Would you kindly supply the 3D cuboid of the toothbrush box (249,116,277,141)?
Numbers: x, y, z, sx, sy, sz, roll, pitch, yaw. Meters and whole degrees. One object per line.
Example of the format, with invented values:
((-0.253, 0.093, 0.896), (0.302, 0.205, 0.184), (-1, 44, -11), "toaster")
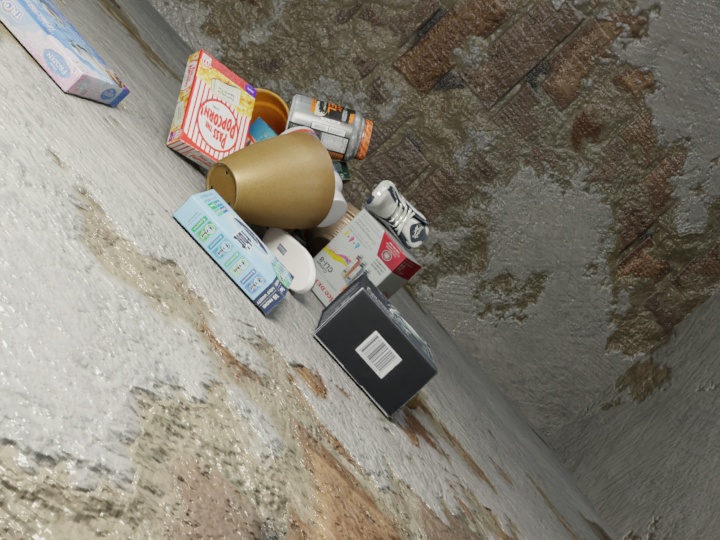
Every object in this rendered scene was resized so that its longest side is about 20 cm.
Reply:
((-0.211, -0.221, 1.734), (0.200, 0.146, 0.085), (49, 6, 16), "toothbrush box")

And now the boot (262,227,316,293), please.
((-0.113, -0.011, 1.448), (0.090, 0.073, 0.200), (35, 13, -41), "boot")

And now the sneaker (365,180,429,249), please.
((0.089, -0.109, 1.587), (0.129, 0.080, 0.199), (39, -5, 18), "sneaker")

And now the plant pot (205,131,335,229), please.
((-0.179, -0.157, 1.399), (0.199, 0.187, 0.187), (-14, 56, -46), "plant pot")

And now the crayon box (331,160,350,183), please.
((-0.137, -0.207, 1.836), (0.126, 0.198, 0.052), (-10, 81, -62), "crayon box")

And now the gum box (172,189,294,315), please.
((-0.190, -0.034, 1.180), (0.200, 0.044, 0.170), (47, 6, -7), "gum box")

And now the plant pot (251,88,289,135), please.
((-0.261, -0.328, 1.946), (0.201, 0.199, 0.184), (50, -9, 19), "plant pot")

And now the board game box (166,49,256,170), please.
((-0.288, -0.302, 1.488), (0.151, 0.046, 0.203), (29, 61, -44), "board game box")

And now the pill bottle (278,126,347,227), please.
((-0.104, -0.194, 1.585), (0.201, 0.112, 0.112), (61, 12, 29), "pill bottle")

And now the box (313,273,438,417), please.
((0.027, 0.128, 1.371), (0.200, 0.124, 0.197), (48, 4, -5), "box")

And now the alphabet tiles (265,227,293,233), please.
((-0.169, -0.162, 1.561), (0.006, 0.199, 0.168), (-29, 87, -41), "alphabet tiles")

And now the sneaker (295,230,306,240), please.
((-0.160, -0.141, 1.971), (0.092, 0.076, 0.200), (45, 3, 20), "sneaker")

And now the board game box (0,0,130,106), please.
((-0.471, -0.353, 1.181), (0.200, 0.043, 0.199), (49, 7, -3), "board game box")

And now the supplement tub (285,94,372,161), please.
((-0.077, -0.333, 1.801), (0.197, 0.124, 0.123), (14, 13, -9), "supplement tub")

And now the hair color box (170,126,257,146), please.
((-0.289, -0.264, 1.605), (0.200, 0.111, 0.064), (43, 8, -35), "hair color box")

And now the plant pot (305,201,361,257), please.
((-0.064, -0.065, 1.859), (0.201, 0.200, 0.093), (48, 46, -4), "plant pot")

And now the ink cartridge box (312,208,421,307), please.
((0.000, 0.000, 1.610), (0.146, 0.200, 0.144), (48, 8, 17), "ink cartridge box")

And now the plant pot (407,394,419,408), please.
((0.060, 0.202, 1.586), (0.200, 0.027, 0.200), (47, 6, -6), "plant pot")
